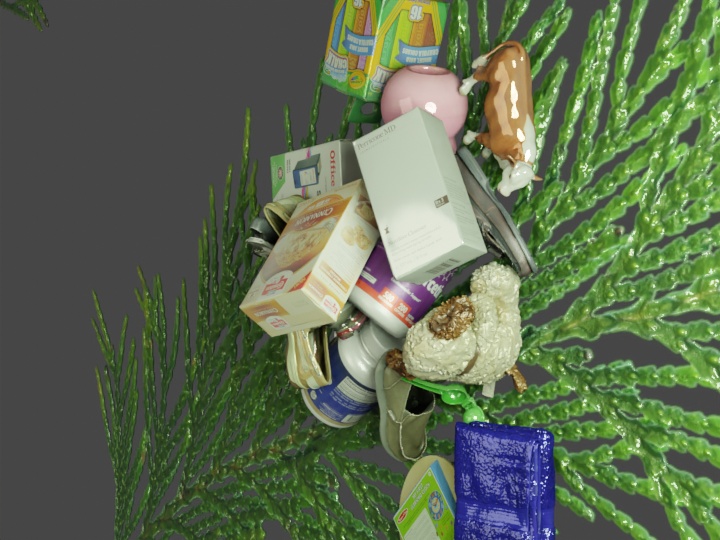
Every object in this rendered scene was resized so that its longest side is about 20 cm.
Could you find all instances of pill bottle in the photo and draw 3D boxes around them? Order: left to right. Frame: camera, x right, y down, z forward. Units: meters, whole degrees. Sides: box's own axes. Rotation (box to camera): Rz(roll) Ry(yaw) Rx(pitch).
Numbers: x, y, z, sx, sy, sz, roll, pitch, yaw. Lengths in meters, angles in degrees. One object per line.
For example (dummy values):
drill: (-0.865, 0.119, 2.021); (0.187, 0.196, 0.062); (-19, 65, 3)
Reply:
pill bottle: (0.004, 0.142, 1.733); (0.200, 0.119, 0.121); (-48, 54, 42)
pill bottle: (0.075, -0.013, 1.590); (0.201, 0.112, 0.112); (-53, 42, -3)

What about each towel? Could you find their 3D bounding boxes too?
towel: (0.186, 0.306, 1.513); (0.146, 0.049, 0.203); (2, 93, 31)

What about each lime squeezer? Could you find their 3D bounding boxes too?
lime squeezer: (0.143, 0.199, 1.589); (0.038, 0.071, 0.200); (-41, 93, 23)

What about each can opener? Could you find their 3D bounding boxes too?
can opener: (-0.094, -0.022, 1.815); (0.053, 0.199, 0.068); (0, 68, 54)

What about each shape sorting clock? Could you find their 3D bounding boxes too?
shape sorting clock: (0.112, 0.370, 1.659); (0.199, 0.039, 0.203); (3, 93, 58)

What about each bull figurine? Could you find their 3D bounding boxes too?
bull figurine: (0.189, -0.200, 1.518); (0.121, 0.065, 0.203); (6, 96, 55)

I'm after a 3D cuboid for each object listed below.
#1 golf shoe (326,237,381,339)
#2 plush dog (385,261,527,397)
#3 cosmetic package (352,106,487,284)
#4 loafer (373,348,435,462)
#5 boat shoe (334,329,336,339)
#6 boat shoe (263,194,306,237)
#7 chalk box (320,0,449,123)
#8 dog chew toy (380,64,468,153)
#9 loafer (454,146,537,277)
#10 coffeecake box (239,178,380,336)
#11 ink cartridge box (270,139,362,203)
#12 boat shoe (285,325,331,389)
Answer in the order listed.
golf shoe: (0.000, 0.000, 1.680); (0.072, 0.092, 0.201); (-23, 28, 54)
plush dog: (0.128, 0.101, 1.519); (0.200, 0.170, 0.162); (-51, 53, 40)
cosmetic package: (0.076, -0.097, 1.497); (0.112, 0.081, 0.202); (-27, 71, 24)
loafer: (0.069, 0.205, 1.644); (0.069, 0.075, 0.201); (14, 136, 31)
boat shoe: (-0.019, 0.049, 1.801); (0.074, 0.066, 0.202); (44, 129, 44)
boat shoe: (-0.079, -0.024, 1.748); (0.202, 0.063, 0.073); (62, 142, 14)
chalk box: (0.030, -0.312, 1.684); (0.124, 0.124, 0.202); (32, 117, 49)
dog chew toy: (0.086, -0.185, 1.621); (0.124, 0.124, 0.202); (31, 123, 49)
loafer: (0.164, -0.069, 1.526); (0.063, 0.072, 0.201); (-30, 72, 4)
coffeecake box: (-0.062, -0.016, 1.604); (0.153, 0.073, 0.201); (-16, 39, 49)
ink cartridge box: (-0.055, -0.123, 1.823); (0.199, 0.087, 0.147); (-4, 89, 51)
boat shoe: (-0.074, 0.074, 1.697); (0.076, 0.071, 0.202); (-8, 94, 41)
